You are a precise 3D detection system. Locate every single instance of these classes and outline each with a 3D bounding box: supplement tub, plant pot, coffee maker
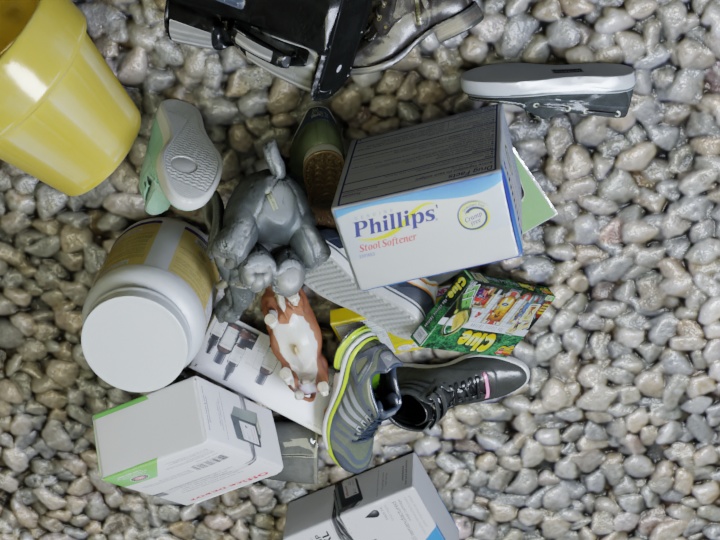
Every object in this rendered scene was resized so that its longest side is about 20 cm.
[{"bbox_3d":[-0.247,0.039,1.525,0.143,0.201,0.147,1,116,3],"label":"supplement tub"},{"bbox_3d":[-0.352,-0.190,1.433,0.200,0.202,0.189,-34,124,18],"label":"plant pot"},{"bbox_3d":[-0.092,-0.304,1.374,0.198,0.135,0.194,24,93,12],"label":"coffee maker"}]

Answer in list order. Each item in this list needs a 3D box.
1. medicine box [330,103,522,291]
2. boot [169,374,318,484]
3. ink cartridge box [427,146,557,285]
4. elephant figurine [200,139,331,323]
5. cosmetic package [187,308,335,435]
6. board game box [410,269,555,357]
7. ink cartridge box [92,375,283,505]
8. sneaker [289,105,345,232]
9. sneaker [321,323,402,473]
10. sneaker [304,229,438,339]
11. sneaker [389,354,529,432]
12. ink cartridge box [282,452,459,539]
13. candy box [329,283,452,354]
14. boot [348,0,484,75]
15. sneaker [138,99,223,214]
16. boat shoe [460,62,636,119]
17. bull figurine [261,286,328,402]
[{"bbox_3d":[0.077,-0.082,1.393,0.180,0.201,0.104,-12,116,13],"label":"medicine box"},{"bbox_3d":[-0.152,0.208,1.674,0.197,0.073,0.183,3,130,9],"label":"boot"},{"bbox_3d":[0.112,-0.079,1.531,0.199,0.048,0.146,-32,110,18],"label":"ink cartridge box"},{"bbox_3d":[-0.128,-0.036,1.455,0.141,0.200,0.155,45,75,-16],"label":"elephant figurine"},{"bbox_3d":[-0.113,0.130,1.627,0.198,0.051,0.083,28,85,-10],"label":"cosmetic package"},{"bbox_3d":[0.149,0.054,1.533,0.199,0.024,0.105,10,125,-52],"label":"board game box"},{"bbox_3d":[-0.202,0.207,1.537,0.144,0.085,0.200,-21,156,15],"label":"ink cartridge box"},{"bbox_3d":[-0.051,-0.109,1.516,0.066,0.091,0.201,-2,147,-9],"label":"sneaker"},{"bbox_3d":[0.006,0.170,1.569,0.073,0.081,0.202,-21,129,-36],"label":"sneaker"},{"bbox_3d":[0.000,0.000,1.526,0.199,0.080,0.079,33,142,3],"label":"sneaker"},{"bbox_3d":[0.116,0.158,1.618,0.197,0.099,0.071,-5,115,5],"label":"sneaker"},{"bbox_3d":[0.015,0.355,1.729,0.198,0.084,0.145,-24,112,15],"label":"ink cartridge box"},{"bbox_3d":[0.069,0.062,1.592,0.198,0.027,0.103,-12,143,9],"label":"candy box"},{"bbox_3d":[0.029,-0.323,1.416,0.198,0.069,0.175,-23,107,9],"label":"boot"},{"bbox_3d":[-0.208,-0.096,1.464,0.073,0.201,0.119,10,122,-19],"label":"sneaker"},{"bbox_3d":[0.212,-0.199,1.458,0.197,0.069,0.057,-1,117,1],"label":"boat shoe"},{"bbox_3d":[-0.086,0.066,1.555,0.065,0.121,0.202,-22,97,1],"label":"bull figurine"}]
